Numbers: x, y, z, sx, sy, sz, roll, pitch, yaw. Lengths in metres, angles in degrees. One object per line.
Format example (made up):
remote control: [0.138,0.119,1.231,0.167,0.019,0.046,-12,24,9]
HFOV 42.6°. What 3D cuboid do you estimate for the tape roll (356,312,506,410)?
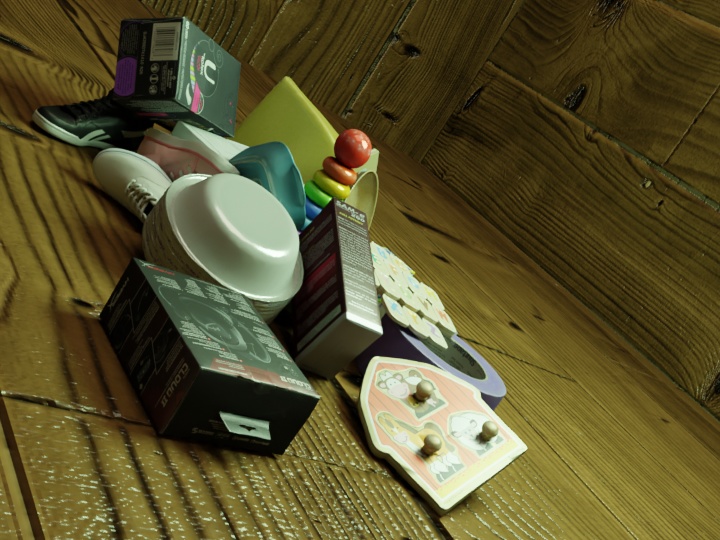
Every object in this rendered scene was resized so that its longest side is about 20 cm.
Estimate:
tape roll: [0.098,0.141,1.272,0.198,0.086,0.200,33,14,-9]

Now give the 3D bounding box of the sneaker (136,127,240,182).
sneaker: [-0.252,-0.126,1.275,0.199,0.106,0.075,22,-11,41]

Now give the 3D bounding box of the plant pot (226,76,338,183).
plant pot: [-0.102,-0.176,1.623,0.200,0.194,0.195,46,3,21]

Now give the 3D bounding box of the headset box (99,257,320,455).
headset box: [-0.142,0.088,0.881,0.148,0.078,0.200,21,20,-44]

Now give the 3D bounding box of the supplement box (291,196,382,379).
supplement box: [-0.036,0.020,1.162,0.060,0.109,0.202,23,41,-31]

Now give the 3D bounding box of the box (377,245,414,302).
box: [0.000,0.000,1.353,0.070,0.065,0.199,40,13,26]

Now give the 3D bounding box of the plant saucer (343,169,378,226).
plant saucer: [-0.028,-0.070,1.477,0.035,0.203,0.200,21,10,14]

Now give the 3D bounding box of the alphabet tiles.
alphabet tiles: [0.053,0.023,1.278,0.199,0.015,0.197,32,22,-35]

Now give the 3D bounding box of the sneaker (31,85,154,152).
sneaker: [-0.386,-0.242,1.363,0.073,0.113,0.199,38,13,24]

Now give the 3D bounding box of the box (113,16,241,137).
box: [-0.266,-0.282,1.374,0.104,0.125,0.200,3,-5,17]

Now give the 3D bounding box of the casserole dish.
casserole dish: [-0.136,-0.108,1.262,0.038,0.123,0.199,-18,11,-29]

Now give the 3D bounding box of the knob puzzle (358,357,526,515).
knob puzzle: [0.082,0.168,1.085,0.216,0.031,0.221,17,36,-12]

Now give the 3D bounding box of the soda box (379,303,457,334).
soda box: [0.062,0.062,1.508,0.200,0.064,0.068,43,15,31]

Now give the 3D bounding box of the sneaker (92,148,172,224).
sneaker: [-0.270,-0.091,1.204,0.199,0.074,0.071,35,10,2]

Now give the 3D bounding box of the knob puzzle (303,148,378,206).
knob puzzle: [-0.052,-0.095,1.533,0.030,0.221,0.219,38,13,26]

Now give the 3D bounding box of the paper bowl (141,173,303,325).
paper bowl: [-0.154,-0.035,1.114,0.199,0.104,0.202,33,31,-22]

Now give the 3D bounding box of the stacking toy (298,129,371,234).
stacking toy: [-0.048,-0.108,1.312,0.085,0.201,0.085,32,12,-8]

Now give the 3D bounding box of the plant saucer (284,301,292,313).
plant saucer: [-0.089,0.021,1.308,0.199,0.051,0.200,34,13,-9]

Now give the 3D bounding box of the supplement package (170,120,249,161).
supplement package: [-0.208,-0.133,1.423,0.114,0.110,0.199,41,15,30]
